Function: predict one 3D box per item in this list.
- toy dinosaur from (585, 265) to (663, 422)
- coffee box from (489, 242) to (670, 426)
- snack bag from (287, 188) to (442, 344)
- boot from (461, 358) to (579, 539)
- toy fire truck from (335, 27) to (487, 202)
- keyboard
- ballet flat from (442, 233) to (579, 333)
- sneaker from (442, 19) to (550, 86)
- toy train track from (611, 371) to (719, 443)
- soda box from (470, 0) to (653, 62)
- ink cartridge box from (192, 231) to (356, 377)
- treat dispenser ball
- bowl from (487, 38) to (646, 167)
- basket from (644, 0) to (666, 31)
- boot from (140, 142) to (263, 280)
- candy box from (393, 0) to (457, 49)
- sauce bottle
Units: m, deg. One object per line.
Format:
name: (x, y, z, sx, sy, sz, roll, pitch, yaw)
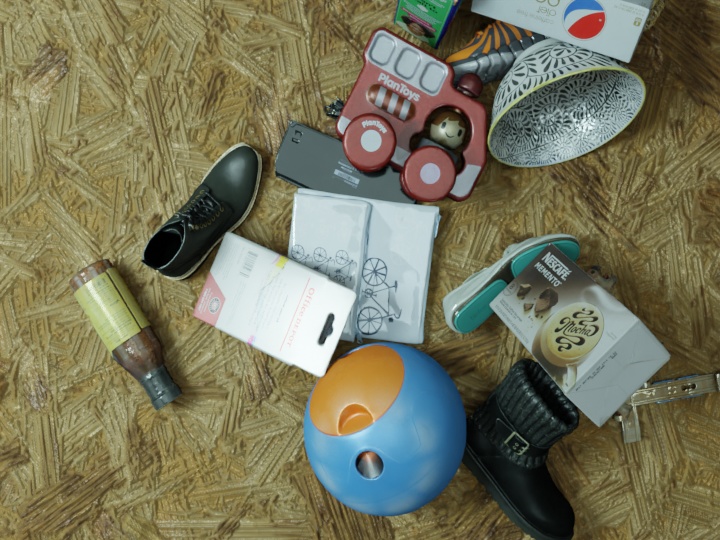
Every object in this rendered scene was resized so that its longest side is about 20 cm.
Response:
toy dinosaur: (0.293, 0.099, 1.043, 0.134, 0.087, 0.200, 26, 45, 14)
coffee box: (0.250, 0.068, 0.986, 0.113, 0.201, 0.080, -45, 120, 8)
snack bag: (0.000, 0.000, 1.100, 0.195, 0.021, 0.193, 8, 92, 2)
boot: (0.224, 0.228, 1.039, 0.211, 0.079, 0.158, 44, 121, 2)
toy fire truck: (0.071, -0.183, 1.040, 0.197, 0.112, 0.171, 26, 95, -2)
keyboard: (-0.008, -0.147, 1.112, 0.197, 0.021, 0.129, 24, 95, 0)
ballet flat: (0.187, 0.004, 1.086, 0.198, 0.069, 0.070, -34, 89, -1)
sneaker: (0.181, -0.316, 1.095, 0.196, 0.078, 0.114, -19, 84, -9)
toy train track: (0.390, 0.160, 1.098, 0.195, 0.033, 0.117, -10, 89, -1)
soda box: (0.233, -0.313, 0.974, 0.196, 0.069, 0.064, 22, 44, 11)
ink cartridge box: (-0.098, 0.045, 1.053, 0.197, 0.067, 0.119, 24, 90, 22)
treat dispenser ball: (0.030, 0.190, 1.014, 0.196, 0.201, 0.206, 0, 89, 0)
bowl: (0.241, -0.223, 1.046, 0.196, 0.202, 0.096, -14, 66, 0)
basket: (0.306, -0.402, 1.055, 0.150, 0.141, 0.202, 52, 55, -35)
boot: (-0.193, -0.075, 1.051, 0.077, 0.138, 0.202, 30, 88, 1)
candy box: (0.112, -0.387, 1.026, 0.076, 0.200, 0.172, 27, 89, 1)
sauce bottle: (-0.299, 0.085, 1.084, 0.065, 0.066, 0.202, -31, 87, -1)
